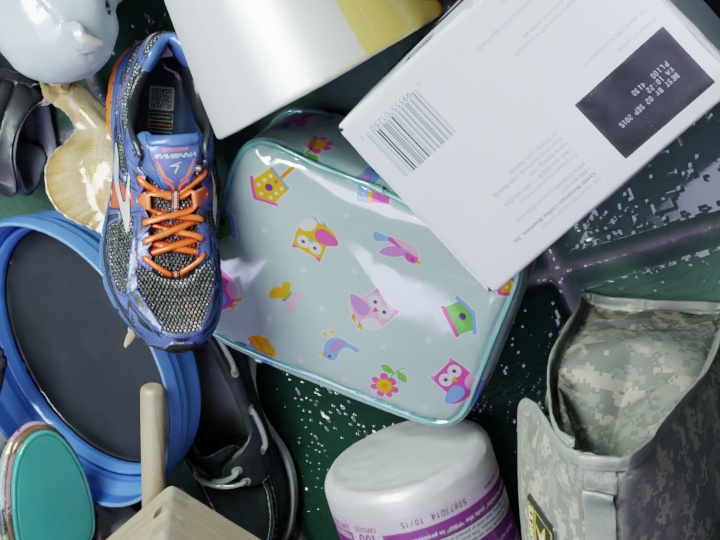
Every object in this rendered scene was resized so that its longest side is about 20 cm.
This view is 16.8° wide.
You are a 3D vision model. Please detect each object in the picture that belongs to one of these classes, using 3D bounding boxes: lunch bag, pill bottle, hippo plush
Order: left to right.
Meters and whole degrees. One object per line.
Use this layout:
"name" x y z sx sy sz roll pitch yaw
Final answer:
"hippo plush" -0.209 -0.181 1.405 0.160 0.159 0.201 30 84 4
"lunch bag" 0.000 0.000 1.491 0.199 0.077 0.161 23 122 8
"pill bottle" 0.056 0.204 1.550 0.111 0.112 0.201 -10 111 23
"lunch bag" 0.154 0.131 1.429 0.117 0.200 0.165 3 117 17

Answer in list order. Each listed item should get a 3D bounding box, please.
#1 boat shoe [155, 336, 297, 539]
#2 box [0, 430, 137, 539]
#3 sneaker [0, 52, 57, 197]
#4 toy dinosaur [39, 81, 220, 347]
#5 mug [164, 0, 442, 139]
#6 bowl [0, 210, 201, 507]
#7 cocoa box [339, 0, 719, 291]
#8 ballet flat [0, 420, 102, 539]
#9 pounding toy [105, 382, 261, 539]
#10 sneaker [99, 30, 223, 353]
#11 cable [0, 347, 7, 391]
"boat shoe" -0.093 0.106 1.584 0.075 0.060 0.201 -7 112 22
"box" -0.244 0.216 1.682 0.155 0.041 0.201 32 121 2
"sneaker" -0.264 -0.066 1.552 0.113 0.076 0.201 34 119 4
"toy dinosaur" -0.142 -0.049 1.496 0.058 0.100 0.201 132 121 -66
"mug" -0.039 -0.186 1.401 0.154 0.186 0.149 60 152 -5
"bowl" -0.181 0.054 1.566 0.200 0.039 0.202 24 129 33
"cocoa box" 0.113 -0.114 1.363 0.133 0.131 0.200 45 121 -5
"ballet flat" -0.199 0.188 1.596 0.071 0.069 0.201 13 128 57
"pounding toy" -0.115 0.213 1.511 0.199 0.143 0.184 35 124 -23
"sneaker" -0.117 -0.050 1.429 0.075 0.078 0.202 -5 74 -13
"cable" -0.308 0.080 1.625 0.199 0.051 0.165 14 111 37
